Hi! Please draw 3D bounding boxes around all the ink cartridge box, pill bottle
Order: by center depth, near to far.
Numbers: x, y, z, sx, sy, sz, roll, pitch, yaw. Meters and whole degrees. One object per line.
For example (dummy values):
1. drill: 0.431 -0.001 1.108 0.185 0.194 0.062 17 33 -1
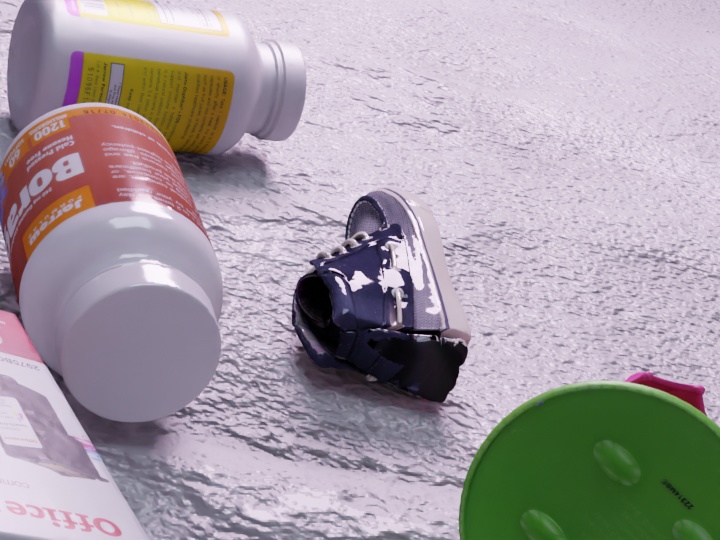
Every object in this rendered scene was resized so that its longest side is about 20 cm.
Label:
1. ink cartridge box: -0.194 0.089 0.783 0.145 0.083 0.200 17 20 -39
2. pill bottle: -0.139 -0.005 1.009 0.112 0.113 0.200 7 27 -22
3. pill bottle: -0.143 -0.137 1.285 0.199 0.105 0.104 5 28 -26

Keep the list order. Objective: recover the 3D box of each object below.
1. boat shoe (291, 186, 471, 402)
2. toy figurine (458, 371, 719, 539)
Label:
1. boat shoe: 0.000 0.000 1.128 0.092 0.075 0.200 15 25 -22
2. toy figurine: 0.162 0.127 0.943 0.200 0.150 0.184 44 19 5
